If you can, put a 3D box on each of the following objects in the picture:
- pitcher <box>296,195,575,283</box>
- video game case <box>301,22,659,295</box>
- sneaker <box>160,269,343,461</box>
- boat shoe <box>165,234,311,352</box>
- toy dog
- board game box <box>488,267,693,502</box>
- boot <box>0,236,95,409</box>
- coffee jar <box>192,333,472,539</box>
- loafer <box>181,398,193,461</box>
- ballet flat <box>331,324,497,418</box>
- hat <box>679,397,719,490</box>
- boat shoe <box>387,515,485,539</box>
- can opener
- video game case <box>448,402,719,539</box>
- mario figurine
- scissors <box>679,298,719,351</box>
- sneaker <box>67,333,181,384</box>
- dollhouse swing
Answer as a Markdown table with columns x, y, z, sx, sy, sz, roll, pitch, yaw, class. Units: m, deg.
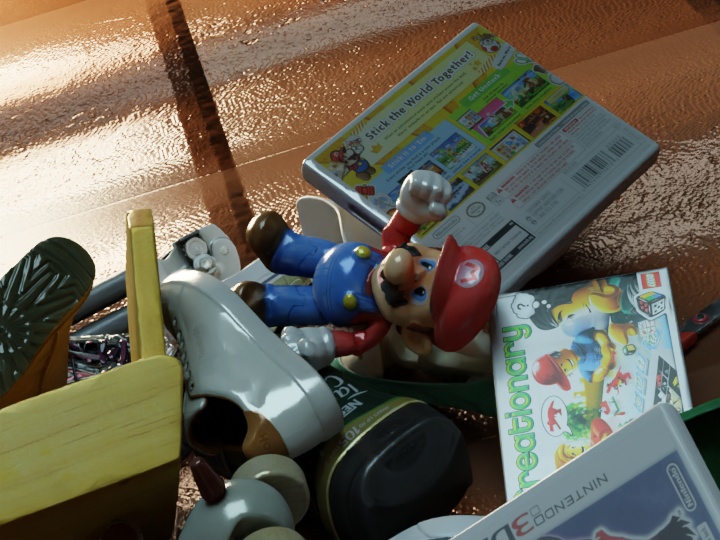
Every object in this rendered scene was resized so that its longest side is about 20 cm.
| x | y | z | sx | sy | sz | roll | pitch | yaw | class |
| --- | --- | --- | --- | --- | --- | --- | --- | --- | --- |
| 0.070 | -0.027 | 1.408 | 0.198 | 0.122 | 0.172 | -16 | 27 | -14 | pitcher |
| 0.088 | -0.079 | 1.373 | 0.182 | 0.023 | 0.200 | 37 | 59 | 22 | video game case |
| -0.098 | 0.065 | 1.236 | 0.084 | 0.073 | 0.200 | -34 | 39 | -18 | sneaker |
| -0.080 | 0.030 | 1.452 | 0.072 | 0.062 | 0.200 | -36 | -1 | 37 | boat shoe |
| -0.114 | 0.181 | 1.121 | 0.200 | 0.096 | 0.132 | -48 | 27 | -6 | toy dog |
| 0.152 | 0.095 | 1.218 | 0.125 | 0.035 | 0.201 | -10 | 51 | 8 | board game box |
| -0.249 | 0.082 | 1.266 | 0.066 | 0.200 | 0.175 | 44 | 58 | 9 | boot |
| -0.022 | 0.117 | 1.266 | 0.104 | 0.086 | 0.199 | -36 | 38 | -29 | coffee jar |
| -0.209 | 0.140 | 1.328 | 0.198 | 0.072 | 0.063 | -23 | -9 | -14 | loafer |
| 0.043 | 0.062 | 1.340 | 0.198 | 0.071 | 0.068 | 3 | 38 | 27 | ballet flat |
| 0.183 | 0.181 | 1.053 | 0.165 | 0.177 | 0.199 | -34 | -15 | 31 | hat |
| 0.011 | 0.204 | 1.127 | 0.197 | 0.074 | 0.068 | -12 | 34 | 9 | boat shoe |
| -0.185 | 0.025 | 1.527 | 0.199 | 0.053 | 0.066 | -29 | 0 | -25 | can opener |
| 0.128 | 0.199 | 0.960 | 0.182 | 0.023 | 0.201 | -36 | 62 | 22 | video game case |
| 0.000 | 0.000 | 1.264 | 0.198 | 0.125 | 0.106 | 4 | 17 | 31 | mario figurine |
| 0.238 | 0.046 | 1.344 | 0.198 | 0.014 | 0.073 | -22 | 30 | -14 | scissors |
| -0.222 | 0.075 | 1.425 | 0.198 | 0.075 | 0.081 | -12 | 31 | 3 | sneaker |
| -0.192 | 0.085 | 1.210 | 0.180 | 0.200 | 0.177 | -19 | 73 | -13 | dollhouse swing |
